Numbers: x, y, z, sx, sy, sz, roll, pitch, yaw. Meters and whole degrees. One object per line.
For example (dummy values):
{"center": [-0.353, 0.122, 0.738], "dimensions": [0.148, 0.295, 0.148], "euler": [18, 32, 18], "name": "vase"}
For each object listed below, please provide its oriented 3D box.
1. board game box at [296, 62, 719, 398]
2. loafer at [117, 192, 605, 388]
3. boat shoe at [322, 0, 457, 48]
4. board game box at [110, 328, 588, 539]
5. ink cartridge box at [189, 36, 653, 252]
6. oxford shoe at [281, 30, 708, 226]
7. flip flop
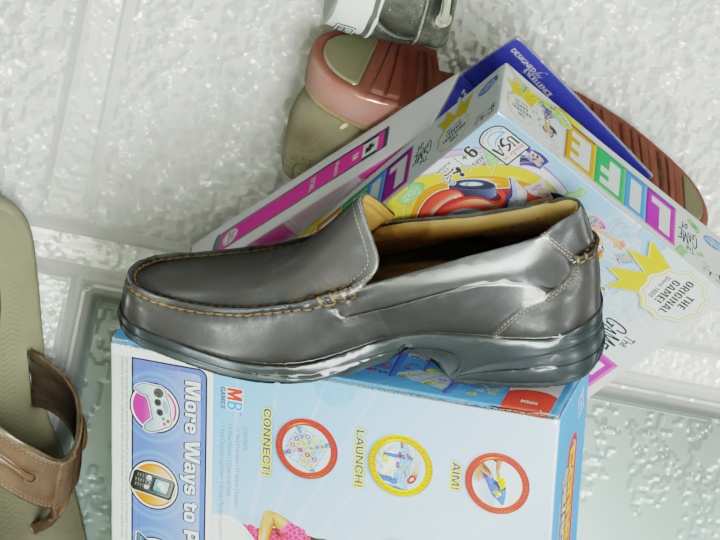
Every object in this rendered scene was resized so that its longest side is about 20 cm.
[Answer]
{"center": [0.042, 0.015, 1.061], "dimensions": [0.134, 0.034, 0.200], "euler": [36, 127, -20], "name": "board game box"}
{"center": [0.000, 0.000, 0.993], "dimensions": [0.198, 0.073, 0.073], "euler": [-1, 121, 0], "name": "loafer"}
{"center": [0.037, -0.194, 1.062], "dimensions": [0.063, 0.071, 0.201], "euler": [12, 114, -10], "name": "boat shoe"}
{"center": [-0.008, 0.125, 1.054], "dimensions": [0.194, 0.056, 0.202], "euler": [9, 113, 15], "name": "board game box"}
{"center": [0.022, -0.017, 1.084], "dimensions": [0.199, 0.037, 0.095], "euler": [-32, 119, 30], "name": "ink cartridge box"}
{"center": [0.060, -0.045, 1.120], "dimensions": [0.199, 0.071, 0.074], "euler": [21, 125, -8], "name": "oxford shoe"}
{"center": [-0.156, 0.064, 1.115], "dimensions": [0.081, 0.057, 0.202], "euler": [-18, 110, -44], "name": "flip flop"}
